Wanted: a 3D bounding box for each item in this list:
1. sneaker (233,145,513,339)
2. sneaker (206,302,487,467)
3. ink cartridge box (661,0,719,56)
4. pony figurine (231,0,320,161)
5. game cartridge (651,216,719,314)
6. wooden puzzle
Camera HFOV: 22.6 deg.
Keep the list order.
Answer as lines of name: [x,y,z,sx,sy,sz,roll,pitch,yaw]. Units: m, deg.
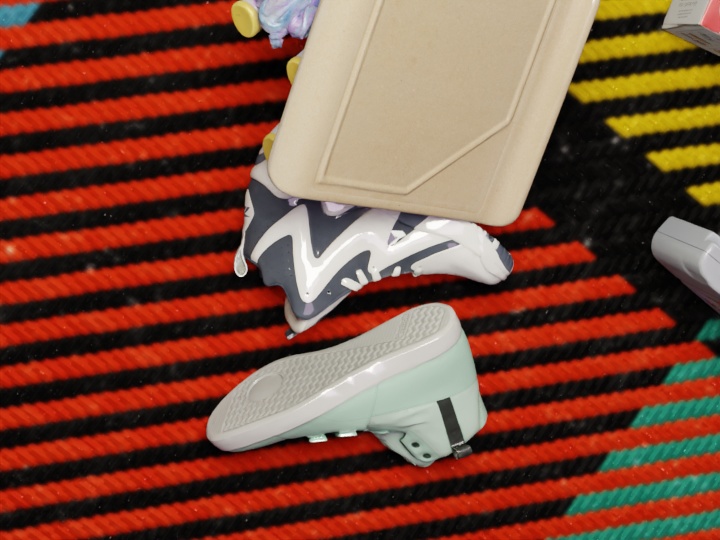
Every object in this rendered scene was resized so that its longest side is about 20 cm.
sneaker: [0.000,0.000,1.286,0.198,0.079,0.130,23,93,-12]
sneaker: [-0.004,0.113,1.301,0.199,0.074,0.119,-22,121,5]
ink cartridge box: [0.352,-0.221,1.328,0.199,0.084,0.177,22,91,-12]
pony figurine: [0.007,-0.183,1.231,0.200,0.166,0.194,-35,125,-35]
game cartridge: [0.304,0.038,1.320,0.200,0.133,0.042,38,87,-11]
wooden puzzle: [0.047,-0.127,1.189,0.199,0.037,0.186,8,110,-33]
